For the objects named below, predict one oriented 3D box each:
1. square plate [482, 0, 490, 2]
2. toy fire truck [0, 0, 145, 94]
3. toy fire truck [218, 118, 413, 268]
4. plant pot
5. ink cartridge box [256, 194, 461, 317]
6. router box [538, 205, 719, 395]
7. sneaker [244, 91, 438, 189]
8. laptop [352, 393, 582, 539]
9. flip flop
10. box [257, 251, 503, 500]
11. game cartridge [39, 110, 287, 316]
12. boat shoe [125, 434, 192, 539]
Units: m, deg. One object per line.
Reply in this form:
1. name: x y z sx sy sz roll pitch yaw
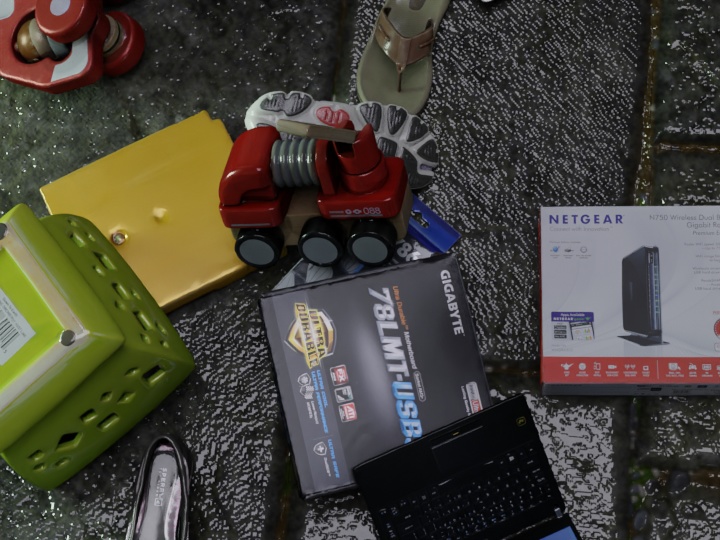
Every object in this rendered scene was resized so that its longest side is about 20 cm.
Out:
1. square plate: 0.174 -0.398 1.921 0.199 0.028 0.199 -25 72 -5
2. toy fire truck: -0.322 -0.274 1.879 0.167 0.112 0.201 -13 69 25
3. toy fire truck: -0.055 -0.095 1.692 0.175 0.201 0.129 -1 44 16
4. plant pot: -0.305 0.065 1.694 0.199 0.181 0.200 -40 72 4
5. ink cartridge box: 0.000 0.000 1.792 0.099 0.039 0.200 39 77 15
6. router box: 0.271 0.029 1.760 0.198 0.049 0.181 -1 71 3
7. sneaker: -0.018 -0.136 1.823 0.199 0.083 0.081 16 87 -7
8. laptop: 0.114 0.247 1.663 0.176 0.103 0.201 -23 106 -5
9. flip flop: 0.048 -0.243 1.860 0.081 0.058 0.201 17 73 9
10. box: 0.018 0.100 1.726 0.197 0.050 0.201 -12 82 -6
11. game cartridge: -0.198 -0.049 1.826 0.199 0.032 0.177 -25 72 -8
12. boat shoe: -0.193 0.251 1.708 0.066 0.057 0.201 2 71 4
